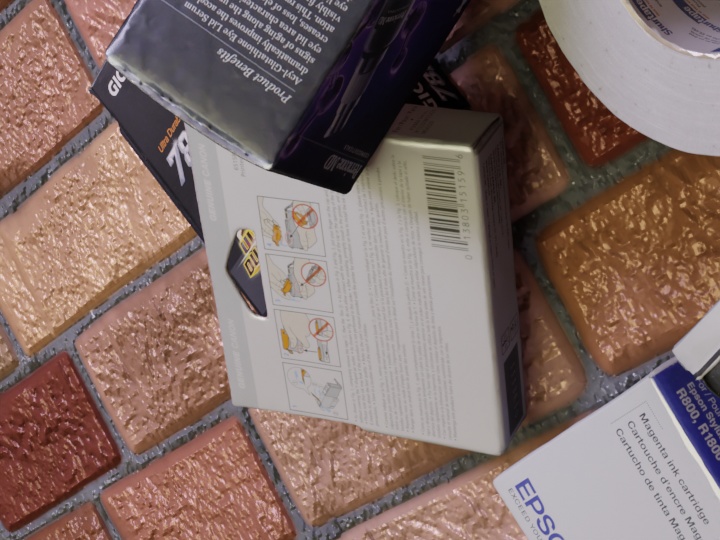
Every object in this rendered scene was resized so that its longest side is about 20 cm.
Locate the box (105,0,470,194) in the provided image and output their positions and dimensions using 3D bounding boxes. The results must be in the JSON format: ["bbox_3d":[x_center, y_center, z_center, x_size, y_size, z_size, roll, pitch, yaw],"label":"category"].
[{"bbox_3d":[-0.013,-0.150,1.064,0.104,0.148,0.201,34,97,13],"label":"box"}]

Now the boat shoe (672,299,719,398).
[{"bbox_3d":[0.225,0.004,1.029,0.068,0.073,0.200,45,130,9],"label":"boat shoe"}]

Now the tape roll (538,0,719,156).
[{"bbox_3d":[0.170,-0.155,0.983,0.199,0.066,0.202,21,123,37],"label":"tape roll"}]

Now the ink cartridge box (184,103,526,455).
[{"bbox_3d":[0.000,0.000,1.208,0.172,0.044,0.202,9,125,24],"label":"ink cartridge box"}]

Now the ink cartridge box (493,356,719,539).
[{"bbox_3d":[0.187,0.151,1.154,0.197,0.043,0.200,58,137,8],"label":"ink cartridge box"}]

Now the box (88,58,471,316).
[{"bbox_3d":[-0.054,-0.101,1.266,0.199,0.050,0.200,51,134,12],"label":"box"}]

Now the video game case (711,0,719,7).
[{"bbox_3d":[0.194,-0.184,1.010,0.199,0.023,0.183,-28,88,46],"label":"video game case"}]
